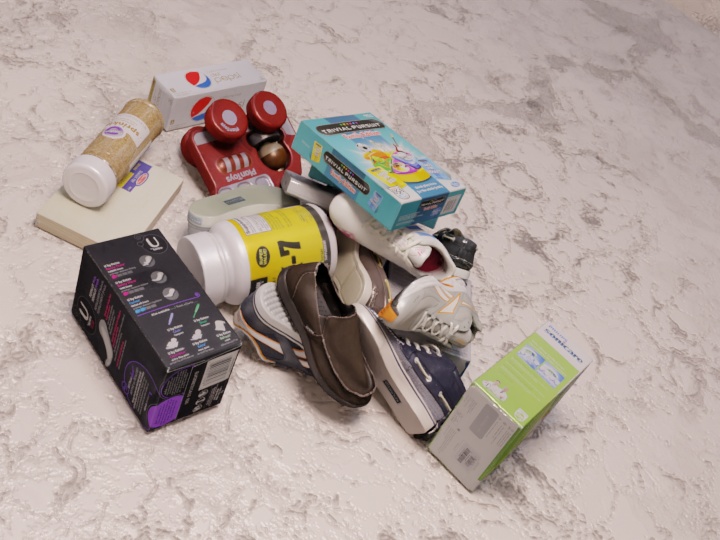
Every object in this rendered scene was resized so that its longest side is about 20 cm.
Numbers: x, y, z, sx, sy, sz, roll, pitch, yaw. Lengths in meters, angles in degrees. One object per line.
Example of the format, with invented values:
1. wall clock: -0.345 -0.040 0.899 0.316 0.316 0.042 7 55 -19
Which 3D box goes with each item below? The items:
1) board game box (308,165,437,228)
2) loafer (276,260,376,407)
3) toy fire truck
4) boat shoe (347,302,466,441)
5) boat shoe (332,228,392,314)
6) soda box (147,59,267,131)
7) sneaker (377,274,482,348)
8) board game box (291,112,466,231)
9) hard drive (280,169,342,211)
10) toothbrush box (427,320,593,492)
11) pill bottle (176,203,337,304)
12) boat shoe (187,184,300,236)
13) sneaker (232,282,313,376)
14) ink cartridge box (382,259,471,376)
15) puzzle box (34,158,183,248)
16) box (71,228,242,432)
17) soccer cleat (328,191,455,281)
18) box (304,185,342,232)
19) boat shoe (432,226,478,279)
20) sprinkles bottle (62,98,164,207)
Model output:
1. board game box: 0.021 -0.132 1.375 0.198 0.047 0.151 22 9 -6
2. loafer: -0.034 0.077 1.125 0.073 0.071 0.201 -32 93 -53
3. toy fire truck: -0.172 -0.174 1.403 0.199 0.112 0.169 -22 84 -42
4. boat shoe: 0.060 0.115 1.184 0.092 0.074 0.201 -33 97 -29
5. boat shoe: 0.000 0.000 1.267 0.059 0.072 0.201 29 22 -26
6. soda box: -0.254 -0.293 1.498 0.199 0.068 0.064 -24 61 -44
7. sneaker: 0.103 0.061 1.174 0.199 0.076 0.092 -6 57 -55
8. board game box: 0.026 -0.142 1.243 0.200 0.047 0.150 42 35 25
9. hard drive: -0.020 -0.096 1.344 0.198 0.027 0.132 22 8 -12
10. toothbrush box: 0.198 0.175 1.189 0.086 0.146 0.199 41 41 17
11. pill bottle: -0.140 -0.019 1.226 0.198 0.115 0.115 -15 55 -31
12. boat shoe: -0.171 -0.074 1.310 0.070 0.072 0.200 34 33 31
13. sneaker: -0.078 0.092 1.186 0.200 0.079 0.079 40 41 -25
14. ink cartridge box: 0.088 0.061 1.303 0.135 0.077 0.201 20 42 -10
15. puzzle box: -0.347 -0.097 1.270 0.132 0.026 0.201 26 39 -2
16. box: -0.246 0.067 1.074 0.105 0.123 0.200 -18 58 -40
17. soccer cleat: 0.050 -0.046 1.232 0.199 0.070 0.086 28 7 -24
18. box: -0.039 -0.071 1.406 0.110 0.035 0.200 34 40 8
19. boat shoe: 0.140 -0.035 1.384 0.075 0.061 0.200 19 8 -13
20. sprinkles bottle: -0.345 -0.170 1.275 0.068 0.069 0.201 24 39 -3
